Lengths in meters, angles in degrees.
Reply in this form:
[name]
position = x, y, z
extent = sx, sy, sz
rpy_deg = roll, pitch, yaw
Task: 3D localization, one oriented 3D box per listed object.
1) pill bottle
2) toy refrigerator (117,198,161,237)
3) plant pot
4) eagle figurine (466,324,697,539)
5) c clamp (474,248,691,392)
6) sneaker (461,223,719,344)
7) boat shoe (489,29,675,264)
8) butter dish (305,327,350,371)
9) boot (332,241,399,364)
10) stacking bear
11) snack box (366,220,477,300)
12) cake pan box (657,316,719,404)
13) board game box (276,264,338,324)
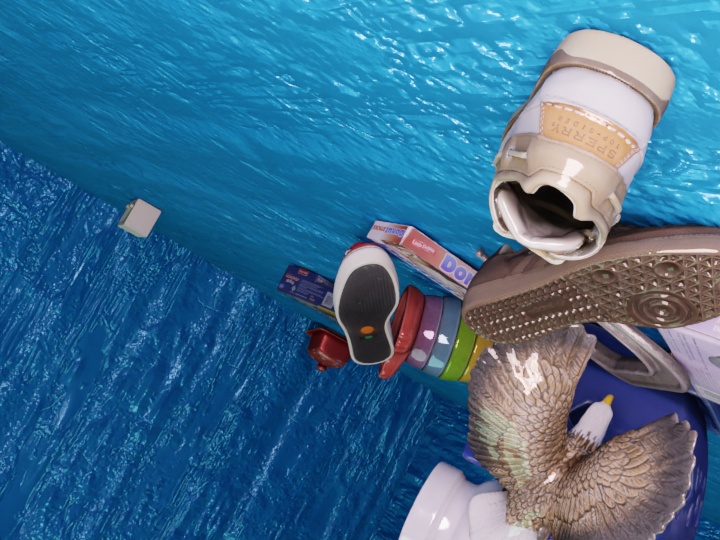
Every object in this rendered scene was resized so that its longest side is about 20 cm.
[pill bottle]
position = 0.141, 0.263, 0.718
extent = 0.200, 0.116, 0.116
rpy_deg = 26, 172, 17
[toy refrigerator]
position = -0.562, -0.132, 1.993
extent = 0.070, 0.076, 0.200
rpy_deg = 31, 172, -19
[plant pot]
position = 0.251, 0.166, 0.797
extent = 0.200, 0.180, 0.200
rpy_deg = 22, 169, 36
[eagle figurine]
position = 0.157, 0.144, 0.603
extent = 0.152, 0.151, 0.200
rpy_deg = 1, 150, 12
[c clamp]
position = 0.172, 0.041, 0.636
extent = 0.171, 0.027, 0.200
rpy_deg = 43, 175, -2
[sneaker]
position = 0.147, -0.008, 0.494
extent = 0.200, 0.076, 0.070
rpy_deg = -14, 132, 45
[boat shoe]
position = 0.095, -0.043, 0.399
extent = 0.075, 0.068, 0.200
rpy_deg = 26, 172, 13
[butter dish]
position = -0.126, 0.321, 3.059
extent = 0.199, 0.148, 0.200
rpy_deg = 29, 160, -15
[boot]
position = 0.000, 0.000, 0.917
extent = 0.072, 0.144, 0.200
rpy_deg = -7, 145, -3
[stacking bear]
position = 0.139, 0.099, 1.011
extent = 0.200, 0.114, 0.121
rpy_deg = 18, 145, -3
[snack box]
position = 0.102, 0.007, 0.844
extent = 0.200, 0.024, 0.072
rpy_deg = 32, 173, -28
[cake pan box]
position = 0.306, 0.077, 0.520
extent = 0.184, 0.052, 0.200
rpy_deg = 24, 171, 39
[board game box]
position = -0.034, 0.075, 1.598
extent = 0.200, 0.062, 0.200
rpy_deg = 19, 169, 48
